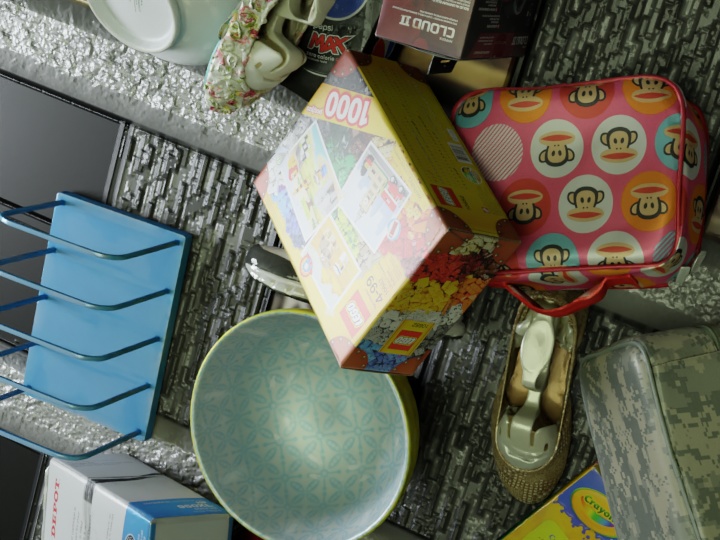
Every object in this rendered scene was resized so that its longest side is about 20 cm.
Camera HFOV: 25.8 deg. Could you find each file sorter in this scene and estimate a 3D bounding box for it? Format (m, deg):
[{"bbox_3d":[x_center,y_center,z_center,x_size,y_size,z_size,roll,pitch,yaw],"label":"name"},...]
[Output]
[{"bbox_3d":[-0.255,0.050,1.395,0.139,0.123,0.200,19,105,20],"label":"file sorter"}]

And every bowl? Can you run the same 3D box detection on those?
[{"bbox_3d":[-0.030,0.122,1.314,0.200,0.108,0.200,4,101,24],"label":"bowl"},{"bbox_3d":[-0.160,-0.239,1.270,0.201,0.090,0.201,24,141,21],"label":"bowl"}]

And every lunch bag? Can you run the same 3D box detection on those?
[{"bbox_3d":[0.159,-0.052,1.191,0.200,0.082,0.176,0,79,28],"label":"lunch bag"},{"bbox_3d":[0.272,0.132,1.149,0.168,0.139,0.200,-12,82,-16],"label":"lunch bag"}]

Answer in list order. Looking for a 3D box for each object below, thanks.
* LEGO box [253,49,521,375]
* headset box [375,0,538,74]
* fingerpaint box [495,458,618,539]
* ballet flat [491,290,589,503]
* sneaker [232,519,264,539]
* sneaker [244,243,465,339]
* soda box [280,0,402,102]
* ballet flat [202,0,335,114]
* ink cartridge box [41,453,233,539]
[{"bbox_3d":[0.015,-0.045,1.200,0.149,0.077,0.200,-53,46,30],"label":"LEGO box"},{"bbox_3d":[0.088,-0.243,1.179,0.075,0.149,0.200,19,106,21],"label":"headset box"},{"bbox_3d":[0.201,0.270,1.256,0.167,0.073,0.200,-44,81,24],"label":"fingerpaint box"},{"bbox_3d":[0.137,0.098,1.260,0.070,0.065,0.200,10,103,20],"label":"ballet flat"},{"bbox_3d":[-0.120,0.256,1.389,0.200,0.084,0.077,-42,80,26],"label":"sneaker"},{"bbox_3d":[0.000,0.000,1.311,0.200,0.074,0.080,13,89,17],"label":"sneaker"},{"bbox_3d":[0.010,-0.224,1.258,0.063,0.071,0.200,34,110,22],"label":"soda box"},{"bbox_3d":[-0.061,-0.196,1.221,0.064,0.076,0.200,43,118,29],"label":"ballet flat"},{"bbox_3d":[-0.201,0.254,1.375,0.200,0.084,0.145,17,103,53],"label":"ink cartridge box"}]
